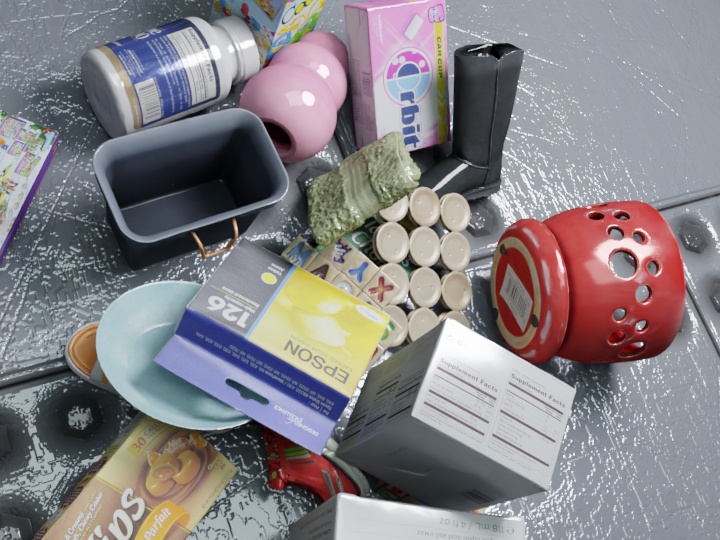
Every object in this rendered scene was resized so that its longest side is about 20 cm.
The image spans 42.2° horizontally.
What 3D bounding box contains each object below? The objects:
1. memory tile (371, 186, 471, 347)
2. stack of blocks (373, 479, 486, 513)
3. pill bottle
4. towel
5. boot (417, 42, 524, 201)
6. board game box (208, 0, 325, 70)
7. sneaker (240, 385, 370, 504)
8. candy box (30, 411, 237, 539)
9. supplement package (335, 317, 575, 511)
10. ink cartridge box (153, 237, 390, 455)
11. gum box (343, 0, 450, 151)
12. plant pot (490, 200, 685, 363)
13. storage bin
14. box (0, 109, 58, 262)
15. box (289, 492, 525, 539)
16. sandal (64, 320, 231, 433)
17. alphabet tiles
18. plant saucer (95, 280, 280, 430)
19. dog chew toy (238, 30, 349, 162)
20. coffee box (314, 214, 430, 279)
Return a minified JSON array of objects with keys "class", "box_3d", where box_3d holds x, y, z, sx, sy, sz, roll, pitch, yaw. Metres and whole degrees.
[{"class":"memory tile","box_3d":[0.076,-0.003,1.146,0.152,0.017,0.202,5,82,-34]},{"class":"stack of blocks","box_3d":[0.116,0.201,1.098,0.115,0.059,0.201,34,61,-3]},{"class":"pill bottle","box_3d":[-0.228,-0.244,1.140,0.199,0.111,0.111,-27,79,-27]},{"class":"towel","box_3d":[-0.003,-0.102,1.103,0.148,0.200,0.037,-33,111,10]},{"class":"boot","box_3d":[0.126,-0.182,1.187,0.164,0.201,0.066,-22,44,-33]},{"class":"board game box","box_3d":[-0.110,-0.352,1.177,0.105,0.200,0.103,45,61,4]},{"class":"sneaker","box_3d":[-0.078,0.198,1.023,0.200,0.077,0.085,44,73,0]},{"class":"candy box","box_3d":[-0.232,0.245,0.948,0.115,0.055,0.200,45,61,-12]},{"class":"supplement package","box_3d":[0.092,0.158,0.955,0.155,0.200,0.111,29,62,-10]},{"class":"ink cartridge box","box_3d":[-0.086,0.071,0.995,0.197,0.047,0.200,29,36,0]},{"class":"gum box","box_3d":[0.051,-0.248,1.209,0.113,0.066,0.201,-16,115,-24]},{"class":"plant pot","box_3d":[0.271,0.017,1.153,0.181,0.201,0.202,-3,69,-17]},{"class":"storage bin","box_3d":[-0.195,-0.074,1.066,0.199,0.134,0.146,-21,76,-25]},{"class":"box","box_3d":[-0.442,-0.094,1.043,0.136,0.039,0.201,22,62,-10]},{"class":"box","box_3d":[0.038,0.317,0.940,0.197,0.200,0.132,11,64,-15]},{"class":"sandal","box_3d":[-0.219,0.108,1.021,0.206,0.059,0.080,26,61,-7]},{"class":"alphabet tiles","box_3d":[-0.055,0.062,1.083,0.166,0.006,0.200,42,85,1]},{"class":"plant saucer","box_3d":[-0.180,0.095,0.980,0.200,0.039,0.202,15,40,-13]},{"class":"dog chew toy","box_3d":[-0.073,-0.232,1.189,0.124,0.125,0.201,30,54,-5]},{"class":"coffee box","box_3d":[0.000,0.000,1.152,0.123,0.044,0.200,45,61,2]}]
